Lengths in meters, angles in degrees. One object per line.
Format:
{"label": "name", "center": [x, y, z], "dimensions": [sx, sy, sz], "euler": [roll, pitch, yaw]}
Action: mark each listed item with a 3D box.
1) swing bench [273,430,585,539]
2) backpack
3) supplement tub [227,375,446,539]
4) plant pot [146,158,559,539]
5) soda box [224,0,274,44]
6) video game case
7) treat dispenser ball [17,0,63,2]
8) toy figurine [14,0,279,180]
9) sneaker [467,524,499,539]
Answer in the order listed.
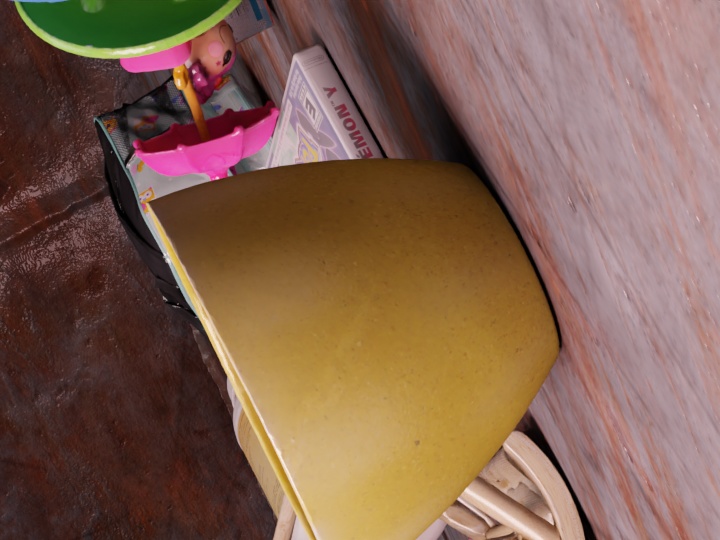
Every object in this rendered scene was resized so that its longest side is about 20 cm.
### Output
{"label": "swing bench", "center": [0.032, 0.148, 1.198], "dimensions": [0.199, 0.198, 0.131], "euler": [106, 178, -80]}
{"label": "backpack", "center": [-0.116, -0.047, 1.651], "dimensions": [0.201, 0.152, 0.177], "euler": [-109, -5, -52]}
{"label": "supplement tub", "center": [-0.021, 0.144, 1.706], "dimensions": [0.201, 0.144, 0.145], "euler": [58, 173, 43]}
{"label": "plant pot", "center": [0.008, 0.028, 0.946], "dimensions": [0.201, 0.141, 0.200], "euler": [63, 175, 11]}
{"label": "soda box", "center": [-0.122, -0.238, 1.316], "dimensions": [0.068, 0.063, 0.201], "euler": [56, 170, 53]}
{"label": "video game case", "center": [-0.007, -0.013, 1.261], "dimensions": [0.183, 0.023, 0.200], "euler": [61, 159, 18]}
{"label": "treat dispenser ball", "center": [-0.172, -0.242, 1.074], "dimensions": [0.202, 0.200, 0.201], "euler": [62, 174, 11]}
{"label": "toy figurine", "center": [-0.110, -0.145, 1.232], "dimensions": [0.185, 0.149, 0.201], "euler": [74, -168, -52]}
{"label": "sneaker", "center": [0.104, 0.243, 1.381], "dimensions": [0.200, 0.086, 0.081], "euler": [-80, 5, -66]}
